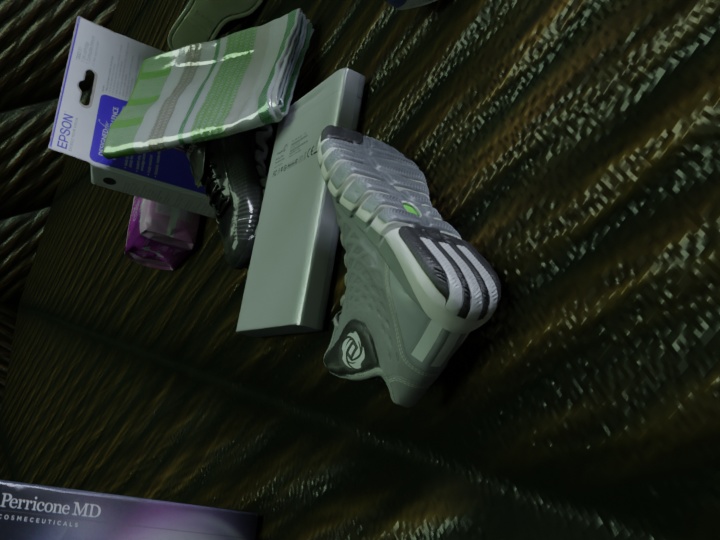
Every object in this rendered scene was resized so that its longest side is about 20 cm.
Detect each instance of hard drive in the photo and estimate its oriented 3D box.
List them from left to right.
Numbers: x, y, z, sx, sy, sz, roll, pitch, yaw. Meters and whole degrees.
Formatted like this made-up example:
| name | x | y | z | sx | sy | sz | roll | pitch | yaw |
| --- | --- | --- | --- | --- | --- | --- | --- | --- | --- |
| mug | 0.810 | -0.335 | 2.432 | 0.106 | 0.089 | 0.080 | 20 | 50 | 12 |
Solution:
| name | x | y | z | sx | sy | sz | roll | pitch | yaw |
| --- | --- | --- | --- | --- | --- | --- | --- | --- | --- |
| hard drive | -0.051 | -0.049 | 0.632 | 0.131 | 0.026 | 0.204 | -13 | 64 | 60 |

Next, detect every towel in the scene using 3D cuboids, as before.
| name | x | y | z | sx | sy | sz | roll | pitch | yaw |
| --- | --- | --- | --- | --- | --- | --- | --- | --- | --- |
| towel | -0.148 | -0.179 | 0.734 | 0.196 | 0.031 | 0.151 | -8 | 48 | 22 |

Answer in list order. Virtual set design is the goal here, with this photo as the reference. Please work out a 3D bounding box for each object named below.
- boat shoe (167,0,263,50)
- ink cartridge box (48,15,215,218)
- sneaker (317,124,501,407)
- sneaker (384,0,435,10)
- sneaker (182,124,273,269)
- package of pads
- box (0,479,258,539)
| name | x | y | z | sx | sy | sz | roll | pitch | yaw |
| --- | --- | --- | --- | --- | --- | --- | --- | --- | --- |
| boat shoe | -0.170 | -0.345 | 0.970 | 0.199 | 0.074 | 0.067 | -38 | 25 | 39 |
| ink cartridge box | -0.245 | -0.174 | 0.881 | 0.043 | 0.197 | 0.201 | -40 | 42 | 45 |
| sneaker | 0.000 | 0.000 | 0.459 | 0.117 | 0.074 | 0.201 | -63 | 30 | 25 |
| sneaker | 0.066 | -0.266 | 0.480 | 0.198 | 0.080 | 0.117 | -32 | 44 | 44 |
| sneaker | -0.131 | -0.093 | 0.739 | 0.066 | 0.089 | 0.203 | -42 | 41 | 47 |
| package of pads | -0.242 | -0.113 | 0.980 | 0.120 | 0.074 | 0.204 | -31 | 50 | 57 |
| box | -0.192 | 0.264 | 0.544 | 0.123 | 0.197 | 0.202 | -30 | 50 | 54 |
